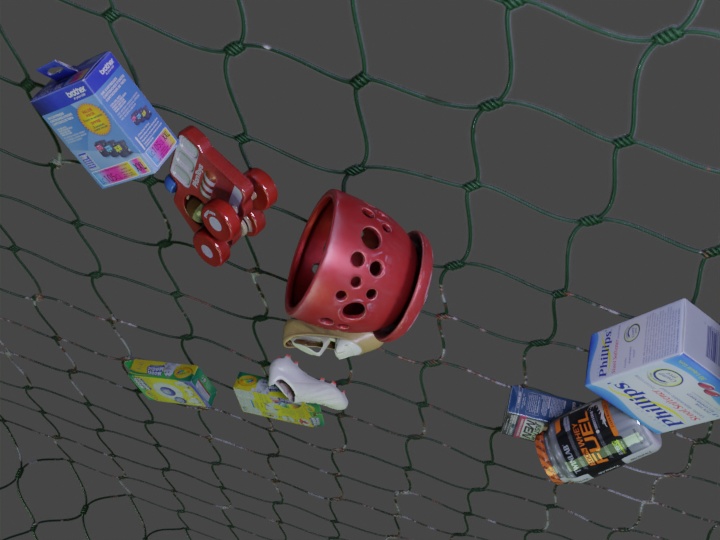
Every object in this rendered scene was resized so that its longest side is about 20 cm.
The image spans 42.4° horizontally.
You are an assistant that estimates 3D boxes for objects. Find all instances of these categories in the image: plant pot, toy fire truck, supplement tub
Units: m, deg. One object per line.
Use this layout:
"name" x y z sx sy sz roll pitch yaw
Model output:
"plant pot" 0.000 0.000 1.408 0.180 0.203 0.200 19 149 -18
"toy fire truck" -0.233 -0.115 1.449 0.168 0.112 0.200 43 146 6
"supplement tub" 0.416 0.295 1.636 0.198 0.124 0.122 -31 127 23

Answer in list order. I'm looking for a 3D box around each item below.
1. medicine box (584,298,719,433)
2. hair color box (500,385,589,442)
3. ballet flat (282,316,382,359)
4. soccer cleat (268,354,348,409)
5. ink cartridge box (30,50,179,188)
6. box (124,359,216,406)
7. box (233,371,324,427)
"medicine box" 0.492 0.158 1.474 0.181 0.104 0.199 32 144 -21
"hair color box" 0.374 0.289 1.767 0.197 0.061 0.101 12 147 8
"ballet flat" -0.054 0.137 1.753 0.197 0.064 0.069 8 147 16
"soccer cleat" -0.112 0.252 1.938 0.199 0.078 0.069 35 144 -24
"ink cartridge box" -0.380 -0.228 1.349 0.135 0.077 0.201 -10 127 37
"box" -0.441 0.256 2.126 0.197 0.049 0.118 4 144 24
"box" -0.174 0.288 2.053 0.197 0.049 0.118 12 147 14
